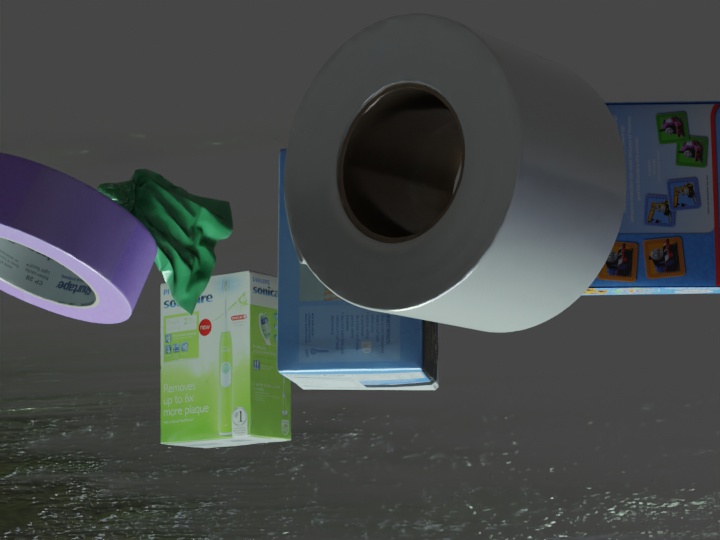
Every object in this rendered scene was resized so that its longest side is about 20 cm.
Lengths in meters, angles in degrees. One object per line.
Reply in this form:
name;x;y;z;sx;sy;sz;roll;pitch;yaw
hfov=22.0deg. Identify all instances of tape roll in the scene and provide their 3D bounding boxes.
tape roll;-0.283;-0.028;1.643;0.199;0.066;0.200;20;160;8
tape roll;0.065;-0.064;1.278;0.202;0.204;0.139;-8;168;38

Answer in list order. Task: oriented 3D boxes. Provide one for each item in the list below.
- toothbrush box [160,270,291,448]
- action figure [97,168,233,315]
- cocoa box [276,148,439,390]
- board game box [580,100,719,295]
toothbrush box;-0.165;0.111;2.256;0.145;0.202;0.086;-7;167;35
action figure;-0.190;-0.043;1.726;0.054;0.119;0.200;8;165;22
cocoa box;0.000;0.000;1.635;0.132;0.202;0.131;-1;170;9
board game box;0.223;-0.057;1.467;0.198;0.153;0.037;0;171;0
